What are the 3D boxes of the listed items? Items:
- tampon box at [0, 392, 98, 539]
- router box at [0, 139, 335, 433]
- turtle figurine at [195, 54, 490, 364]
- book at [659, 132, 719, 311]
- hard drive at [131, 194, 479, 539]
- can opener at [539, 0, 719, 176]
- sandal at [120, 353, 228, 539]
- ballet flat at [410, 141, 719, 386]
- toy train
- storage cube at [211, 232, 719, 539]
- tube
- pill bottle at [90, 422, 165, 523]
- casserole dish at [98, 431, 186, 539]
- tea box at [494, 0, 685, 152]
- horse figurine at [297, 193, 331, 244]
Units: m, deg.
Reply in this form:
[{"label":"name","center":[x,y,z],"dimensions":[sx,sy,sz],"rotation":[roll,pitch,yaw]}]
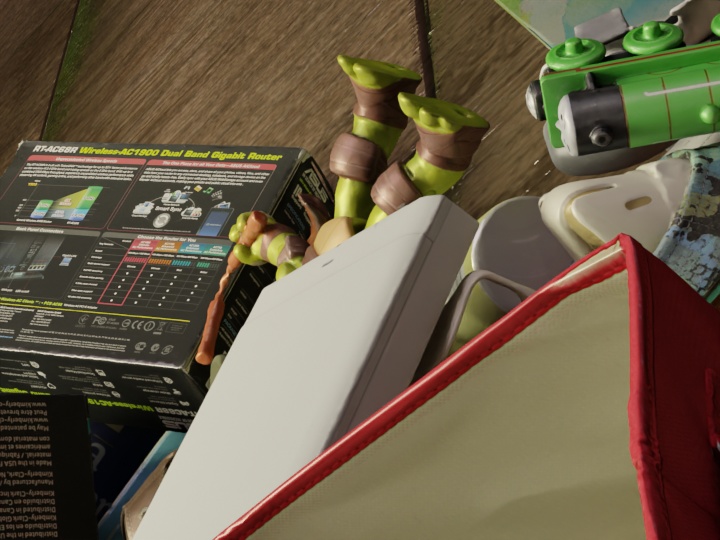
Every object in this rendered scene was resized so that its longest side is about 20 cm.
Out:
[{"label":"tampon box","center":[-0.209,0.171,0.900],"dimensions":[0.150,0.126,0.200],"rotation":[-29,63,53]},{"label":"router box","center":[-0.128,0.005,0.992],"dimensions":[0.200,0.062,0.150],"rotation":[4,52,31]},{"label":"turtle figurine","center":[0.000,0.000,0.787],"dimensions":[0.161,0.064,0.200],"rotation":[-67,26,16]},{"label":"book","center":[0.139,0.007,0.698],"dimensions":[0.134,0.048,0.200],"rotation":[-47,21,16]},{"label":"hard drive","center":[-0.036,0.074,0.645],"dimensions":[0.132,0.026,0.200],"rotation":[-29,29,53]},{"label":"can opener","center":[0.164,-0.090,0.719],"dimensions":[0.200,0.053,0.067],"rotation":[-21,55,17]},{"label":"sandal","center":[-0.086,0.135,0.852],"dimensions":[0.080,0.057,0.201],"rotation":[-159,85,-72]},{"label":"ballet flat","center":[0.074,0.011,0.646],"dimensions":[0.200,0.074,0.074],"rotation":[-49,22,-10]},{"label":"toy train","center":[0.159,-0.073,0.662],"dimensions":[0.200,0.042,0.056],"rotation":[-11,30,6]},{"label":"storage cube","center":[0.066,0.136,0.468],"dimensions":[0.200,0.180,0.171],"rotation":[-40,25,29]},{"label":"tube","center":[0.049,0.011,0.829],"dimensions":[0.058,0.052,0.200],"rotation":[-21,-5,-16]},{"label":"pill bottle","center":[-0.163,0.086,1.074],"dimensions":[0.200,0.111,0.111],"rotation":[-56,23,-8]},{"label":"casserole dish","center":[-0.106,0.145,0.974],"dimensions":[0.200,0.039,0.121],"rotation":[-53,23,-5]},{"label":"tea box","center":[0.143,-0.187,0.777],"dimensions":[0.200,0.197,0.134],"rotation":[-42,24,26]},{"label":"horse figurine","center":[-0.021,0.060,0.898],"dimensions":[0.133,0.050,0.200],"rotation":[117,162,-46]}]
